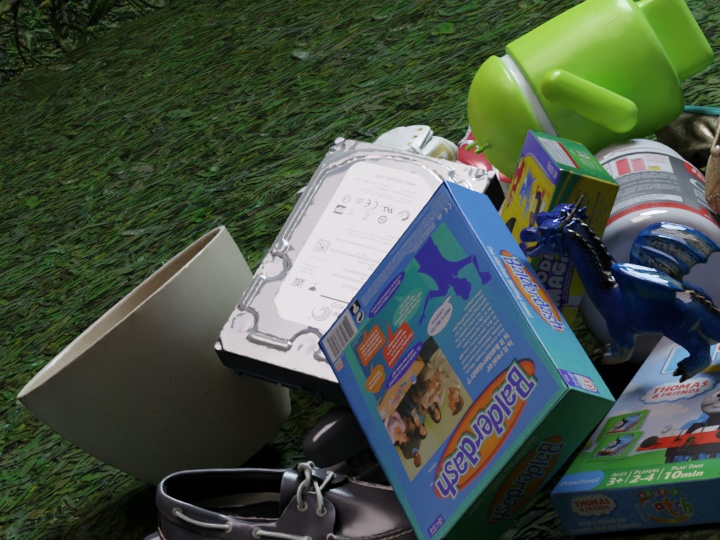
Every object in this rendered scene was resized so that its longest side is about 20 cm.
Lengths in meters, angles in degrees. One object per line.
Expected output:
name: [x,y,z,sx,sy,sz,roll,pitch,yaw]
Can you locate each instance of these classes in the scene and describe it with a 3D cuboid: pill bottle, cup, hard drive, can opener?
pill bottle: [0.205,-0.020,1.578,0.116,0.116,0.200,-22,19,10]
cup: [-0.135,0.083,1.658,0.200,0.143,0.200,-39,7,6]
hard drive: [0.000,0.000,1.580,0.140,0.038,0.200,15,62,29]
can opener: [-0.063,0.149,1.540,0.200,0.067,0.053,-24,17,-16]

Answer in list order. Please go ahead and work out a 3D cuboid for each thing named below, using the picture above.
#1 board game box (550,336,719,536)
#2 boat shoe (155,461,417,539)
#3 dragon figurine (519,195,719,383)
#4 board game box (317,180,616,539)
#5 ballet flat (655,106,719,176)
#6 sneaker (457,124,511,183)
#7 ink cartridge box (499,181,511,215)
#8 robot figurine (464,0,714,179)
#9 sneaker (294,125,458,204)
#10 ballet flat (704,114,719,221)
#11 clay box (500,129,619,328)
board game box: [0.226,0.090,1.380,0.151,0.037,0.200,-11,23,37]
boat shoe: [-0.041,0.159,1.444,0.200,0.063,0.073,-3,35,17]
dragon figurine: [0.190,0.011,1.380,0.200,0.099,0.059,12,39,35]
board game box: [0.062,0.064,1.403,0.152,0.045,0.200,-52,42,24]
ballet flat: [0.305,-0.095,1.719,0.070,0.065,0.200,-1,4,-29]
sneaker: [0.106,-0.100,1.990,0.112,0.071,0.200,-23,21,-2]
ink cartridge box: [0.047,0.010,1.748,0.200,0.084,0.145,-30,19,-17]
robot figurine: [0.171,-0.142,1.717,0.200,0.116,0.175,-29,3,1]
sneaker: [0.041,-0.074,1.734,0.116,0.074,0.200,-38,22,-25]
ballet flat: [0.281,-0.099,1.549,0.070,0.065,0.200,4,28,10]
clay box: [0.114,0.015,1.510,0.048,0.200,0.115,15,14,-11]
